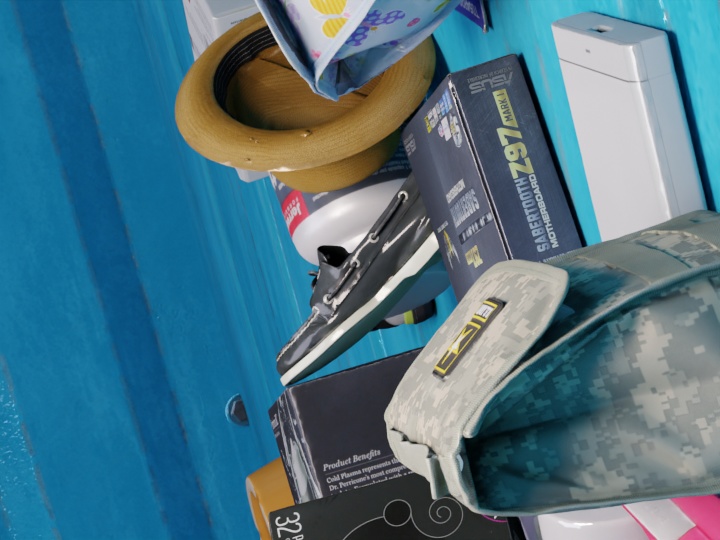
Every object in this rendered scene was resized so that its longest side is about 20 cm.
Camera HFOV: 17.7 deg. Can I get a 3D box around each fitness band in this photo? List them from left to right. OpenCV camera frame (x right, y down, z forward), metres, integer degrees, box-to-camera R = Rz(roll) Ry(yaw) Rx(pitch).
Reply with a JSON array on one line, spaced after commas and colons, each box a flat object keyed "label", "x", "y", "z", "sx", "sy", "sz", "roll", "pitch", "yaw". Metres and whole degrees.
[{"label": "fitness band", "x": 0.188, "y": 0.158, "z": 1.119, "sx": 0.200, "sy": 0.037, "sz": 0.144, "roll": 49, "pitch": 179, "yaw": 46}]

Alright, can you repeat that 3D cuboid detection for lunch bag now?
[{"label": "lunch bag", "x": -0.020, "y": -0.208, "z": 1.373, "sx": 0.170, "sy": 0.127, "sz": 0.200, "roll": 63, "pitch": 151, "yaw": 8}, {"label": "lunch bag", "x": 0.110, "y": 0.047, "z": 1.044, "sx": 0.164, "sy": 0.200, "sz": 0.118, "roll": -165, "pitch": 57, "yaw": -80}]

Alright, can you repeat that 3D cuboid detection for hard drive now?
[{"label": "hard drive", "x": 0.150, "y": -0.030, "z": 1.201, "sx": 0.132, "sy": 0.027, "sz": 0.200, "roll": -140, "pitch": 33, "yaw": -73}]

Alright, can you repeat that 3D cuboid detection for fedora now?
[{"label": "fedora", "x": -0.032, "y": -0.115, "z": 1.642, "sx": 0.201, "sy": 0.200, "sz": 0.082, "roll": -119, "pitch": 5, "yaw": -49}]

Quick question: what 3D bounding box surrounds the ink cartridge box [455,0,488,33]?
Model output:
[{"label": "ink cartridge box", "x": 0.018, "y": -0.261, "z": 1.499, "sx": 0.200, "sy": 0.041, "sz": 0.200, "roll": -132, "pitch": 26, "yaw": -68}]

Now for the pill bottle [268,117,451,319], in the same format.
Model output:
[{"label": "pill bottle", "x": -0.006, "y": -0.069, "z": 1.748, "sx": 0.120, "sy": 0.119, "sz": 0.200, "roll": 100, "pitch": 151, "yaw": -70}]

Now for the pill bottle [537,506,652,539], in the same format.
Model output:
[{"label": "pill bottle", "x": 0.160, "y": 0.205, "z": 1.281, "sx": 0.120, "sy": 0.120, "sz": 0.200, "roll": -131, "pitch": 25, "yaw": -67}]

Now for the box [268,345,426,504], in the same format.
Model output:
[{"label": "box", "x": 0.019, "y": 0.173, "z": 1.746, "sx": 0.200, "sy": 0.124, "sz": 0.197, "roll": 126, "pitch": 129, "yaw": -79}]

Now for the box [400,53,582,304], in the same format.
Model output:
[{"label": "box", "x": 0.085, "y": -0.039, "z": 1.484, "sx": 0.200, "sy": 0.051, "sz": 0.158, "roll": 138, "pitch": 114, "yaw": -80}]

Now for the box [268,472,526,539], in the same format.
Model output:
[{"label": "box", "x": 0.042, "y": 0.239, "z": 1.402, "sx": 0.124, "sy": 0.148, "sz": 0.200, "roll": 63, "pitch": -168, "yaw": -60}]

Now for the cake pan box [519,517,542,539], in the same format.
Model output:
[{"label": "cake pan box", "x": 0.113, "y": 0.175, "z": 1.712, "sx": 0.184, "sy": 0.052, "sz": 0.200, "roll": 91, "pitch": 159, "yaw": -57}]

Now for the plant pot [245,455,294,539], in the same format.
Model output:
[{"label": "plant pot", "x": 0.007, "y": 0.205, "z": 1.966, "sx": 0.200, "sy": 0.183, "sz": 0.201, "roll": 163, "pitch": 90, "yaw": -81}]

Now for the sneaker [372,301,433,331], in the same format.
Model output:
[{"label": "sneaker", "x": 0.000, "y": 0.012, "z": 1.967, "sx": 0.200, "sy": 0.083, "sz": 0.072, "roll": -159, "pitch": 53, "yaw": -78}]

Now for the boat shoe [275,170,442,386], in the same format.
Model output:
[{"label": "boat shoe", "x": -0.001, "y": 0.000, "z": 1.642, "sx": 0.066, "sy": 0.199, "sz": 0.074, "roll": 49, "pitch": -153, "yaw": 9}]

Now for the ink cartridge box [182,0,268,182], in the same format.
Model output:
[{"label": "ink cartridge box", "x": -0.108, "y": -0.207, "z": 2.191, "sx": 0.144, "sy": 0.084, "sz": 0.200, "roll": -118, "pitch": 15, "yaw": -46}]
